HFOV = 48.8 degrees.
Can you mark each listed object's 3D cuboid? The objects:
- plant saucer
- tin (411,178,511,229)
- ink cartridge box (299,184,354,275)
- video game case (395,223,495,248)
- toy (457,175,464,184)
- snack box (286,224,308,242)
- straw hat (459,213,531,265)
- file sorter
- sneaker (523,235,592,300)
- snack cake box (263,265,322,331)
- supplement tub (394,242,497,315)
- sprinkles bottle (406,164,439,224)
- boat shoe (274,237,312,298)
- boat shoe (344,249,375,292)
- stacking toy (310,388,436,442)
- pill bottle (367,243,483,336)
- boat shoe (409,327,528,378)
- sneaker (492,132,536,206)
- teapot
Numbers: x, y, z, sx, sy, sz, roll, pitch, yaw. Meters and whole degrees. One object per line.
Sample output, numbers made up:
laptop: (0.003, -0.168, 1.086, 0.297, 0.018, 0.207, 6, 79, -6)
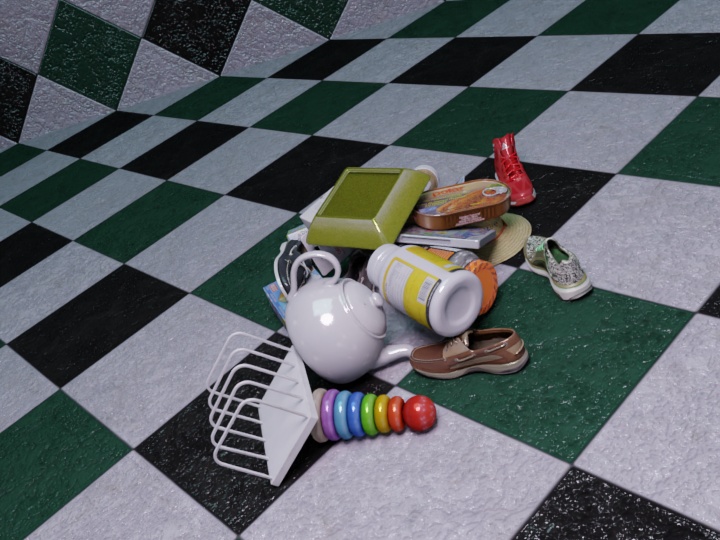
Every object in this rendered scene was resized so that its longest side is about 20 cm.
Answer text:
plant saucer: (0.006, -0.132, 1.515, 0.199, 0.048, 0.200, 5, 51, 35)
tin: (0.195, -0.129, 1.543, 0.198, 0.042, 0.112, -12, 36, -6)
ink cartridge box: (-0.044, -0.100, 1.642, 0.200, 0.116, 0.068, -43, 38, -16)
video game case: (0.144, -0.068, 1.506, 0.198, 0.018, 0.143, 6, 12, 21)
toy: (0.168, -0.121, 1.665, 0.115, 0.047, 0.201, -53, 15, 33)
snack box: (-0.065, -0.100, 1.791, 0.199, 0.053, 0.142, -23, 7, 0)
straw hat: (0.244, -0.096, 1.599, 0.199, 0.086, 0.202, -16, 31, 10)
file sorter: (-0.167, 0.213, 1.273, 0.139, 0.124, 0.200, -61, 25, 19)
sneaker: (0.349, -0.031, 1.427, 0.076, 0.089, 0.200, -24, 30, -4)
snack cake box: (-0.105, 0.073, 1.570, 0.114, 0.068, 0.200, -28, 31, -10)
supplement tub: (0.143, 0.017, 1.449, 0.199, 0.123, 0.122, 13, 45, 44)
sprinkles bottle: (0.119, -0.160, 1.680, 0.068, 0.069, 0.200, -9, 24, 20)
boat shoe: (-0.128, -0.012, 1.582, 0.060, 0.076, 0.201, -21, 30, 10)
boat shoe: (0.000, 0.000, 1.581, 0.067, 0.057, 0.201, -32, 34, 37)
stacking toy: (0.021, 0.223, 1.247, 0.198, 0.086, 0.086, -6, 33, 17)
pill bottle: (0.101, 0.024, 1.322, 0.112, 0.113, 0.200, -34, 37, -21)
boat shoe: (0.173, 0.126, 1.304, 0.198, 0.072, 0.076, -9, 32, 21)
sneaker: (0.321, -0.226, 1.727, 0.078, 0.116, 0.200, -20, 30, 2)
teapot: (-0.026, 0.082, 1.357, 0.146, 0.199, 0.198, -37, 61, 22)
